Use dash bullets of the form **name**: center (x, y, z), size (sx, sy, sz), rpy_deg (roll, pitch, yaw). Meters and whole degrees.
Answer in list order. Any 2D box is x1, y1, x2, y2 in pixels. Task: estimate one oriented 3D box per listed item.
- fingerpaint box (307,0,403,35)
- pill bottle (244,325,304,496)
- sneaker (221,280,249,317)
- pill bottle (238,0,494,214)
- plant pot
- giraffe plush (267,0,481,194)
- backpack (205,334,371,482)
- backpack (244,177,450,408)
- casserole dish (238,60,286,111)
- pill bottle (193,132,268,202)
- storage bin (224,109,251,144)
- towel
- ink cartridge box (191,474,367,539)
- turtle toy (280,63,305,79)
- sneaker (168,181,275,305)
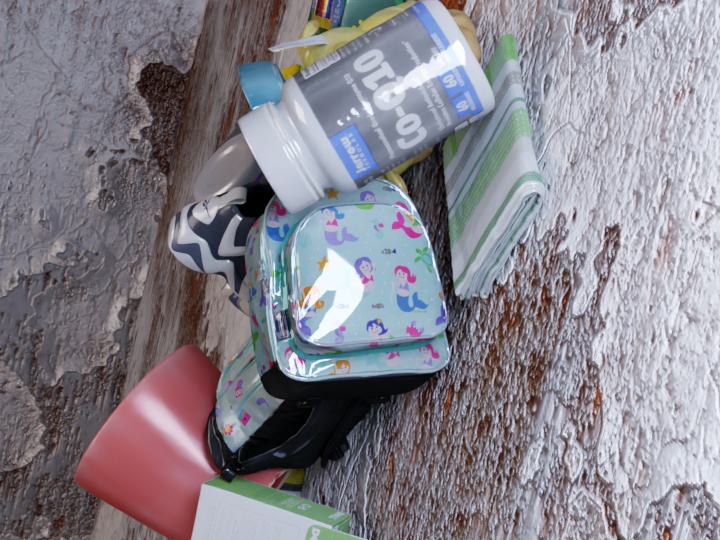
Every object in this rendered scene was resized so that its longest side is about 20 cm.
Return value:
- **fingerpaint box**: center (-0.001, -0.361, 1.697), size (0.200, 0.073, 0.167), rpy_deg (-132, 54, -70)
- **pill bottle**: center (-0.112, 0.170, 1.660), size (0.112, 0.112, 0.200), rpy_deg (166, 113, -73)
- **sneaker**: center (-0.106, 0.018, 1.623), size (0.075, 0.088, 0.200), rpy_deg (-59, -4, 4)
- **pill bottle**: center (0.004, -0.138, 1.183), size (0.114, 0.200, 0.114), rpy_deg (59, -178, -4)
- **plant pot**: center (-0.183, 0.211, 1.524), size (0.200, 0.177, 0.200), rpy_deg (-51, -8, -10)
- **giraffe plush**: center (0.022, -0.158, 1.348), size (0.173, 0.200, 0.162), rpy_deg (-95, -3, -64)
- **backpack**: center (-0.061, 0.116, 1.421), size (0.127, 0.167, 0.200), rpy_deg (55, 126, 24)
- **backpack**: center (-0.015, 0.009, 1.263), size (0.151, 0.177, 0.200), rpy_deg (124, 140, -60)
- **casserole dish**: center (-0.076, -0.148, 1.351), size (0.121, 0.039, 0.200), rpy_deg (62, -177, -18)
- **pill bottle**: center (-0.082, -0.056, 1.527), size (0.104, 0.200, 0.104), rpy_deg (-33, 33, 25)
- **storage bin**: center (-0.102, -0.150, 1.800), size (0.200, 0.134, 0.146), rpy_deg (151, 128, -69)
- **towel**: center (0.116, -0.090, 1.200), size (0.149, 0.031, 0.200), rpy_deg (120, 158, -43)
- **ink cartridge box**: center (-0.071, 0.285, 1.386), size (0.059, 0.200, 0.104), rpy_deg (-7, -70, -70)
- **turtle toy**: center (-0.003, -0.149, 1.478), size (0.101, 0.146, 0.200), rpy_deg (32, -132, -69)
- **sneaker**: center (-0.079, -0.027, 1.386), size (0.130, 0.199, 0.080), rpy_deg (-31, 39, 37)
